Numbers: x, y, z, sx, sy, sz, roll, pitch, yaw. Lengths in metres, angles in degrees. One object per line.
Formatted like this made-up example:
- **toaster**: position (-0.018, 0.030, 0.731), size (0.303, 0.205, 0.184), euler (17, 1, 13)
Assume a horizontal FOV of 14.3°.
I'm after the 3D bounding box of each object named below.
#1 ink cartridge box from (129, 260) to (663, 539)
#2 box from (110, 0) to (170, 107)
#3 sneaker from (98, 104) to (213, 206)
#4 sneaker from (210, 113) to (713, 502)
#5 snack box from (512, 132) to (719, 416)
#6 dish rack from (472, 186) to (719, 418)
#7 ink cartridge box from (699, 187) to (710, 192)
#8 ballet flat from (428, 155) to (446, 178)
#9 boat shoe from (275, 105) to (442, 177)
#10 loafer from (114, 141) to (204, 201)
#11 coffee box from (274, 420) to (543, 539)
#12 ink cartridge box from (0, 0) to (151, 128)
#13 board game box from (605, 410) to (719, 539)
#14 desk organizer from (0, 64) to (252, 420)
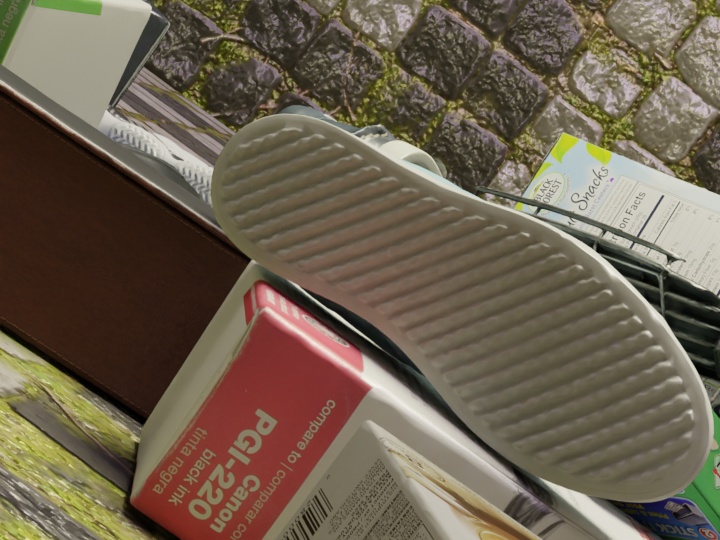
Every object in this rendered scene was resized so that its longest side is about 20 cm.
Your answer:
- **ink cartridge box**: position (0.024, 0.091, 0.989), size (0.200, 0.085, 0.146), euler (33, 4, -6)
- **box**: position (-0.231, -0.163, 1.632), size (0.200, 0.117, 0.197), euler (33, 4, -18)
- **sneaker**: position (-0.085, -0.018, 1.417), size (0.200, 0.075, 0.115), euler (38, 4, 26)
- **sneaker**: position (0.044, 0.011, 0.973), size (0.200, 0.074, 0.082), euler (38, 8, 23)
- **snack box**: position (0.158, 0.048, 1.185), size (0.200, 0.068, 0.169), euler (22, -31, 20)
- **dish rack**: position (0.095, 0.040, 1.119), size (0.153, 0.055, 0.200), euler (19, -35, 25)
- **ink cartridge box**: position (0.167, 0.093, 1.346), size (0.145, 0.200, 0.147), euler (39, 5, 20)
- **ballet flat**: position (0.005, 0.022, 1.266), size (0.057, 0.067, 0.200), euler (4, -40, 1)
- **boat shoe**: position (0.000, 0.000, 1.155), size (0.062, 0.075, 0.200), euler (33, -14, 23)
- **loafer**: position (-0.082, 0.004, 1.211), size (0.201, 0.068, 0.070), euler (37, 23, -52)
- **coffee box**: position (0.041, 0.123, 0.755), size (0.113, 0.080, 0.200), euler (35, 4, -16)
- **ink cartridge box**: position (-0.214, -0.126, 1.255), size (0.200, 0.084, 0.145), euler (28, 9, 12)
- **board game box**: position (0.072, 0.081, 1.108), size (0.200, 0.029, 0.135), euler (3, -37, 46)
- **desk organizer**: position (-0.136, -0.029, 1.096), size (0.200, 0.077, 0.072), euler (35, 3, -14)
